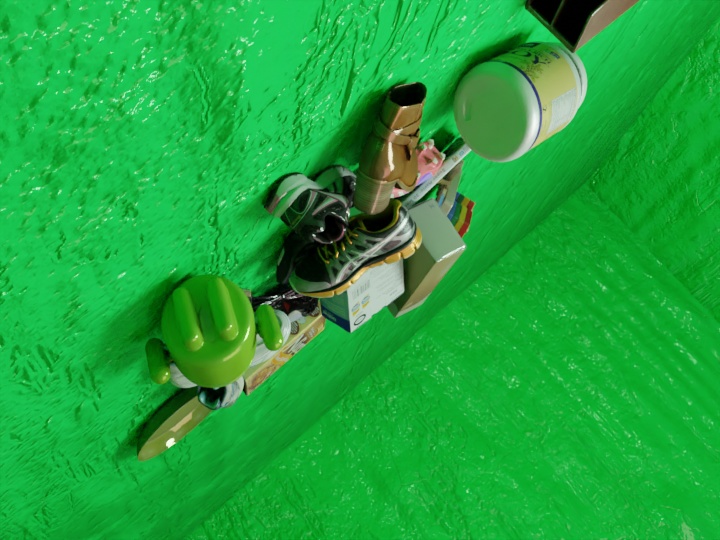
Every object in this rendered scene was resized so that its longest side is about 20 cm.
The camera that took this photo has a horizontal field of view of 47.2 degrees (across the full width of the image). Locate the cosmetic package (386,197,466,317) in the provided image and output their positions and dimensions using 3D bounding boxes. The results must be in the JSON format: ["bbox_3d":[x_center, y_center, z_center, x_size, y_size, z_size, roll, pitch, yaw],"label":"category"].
[{"bbox_3d":[0.088,-0.017,1.380,0.070,0.106,0.201,-24,160,-30],"label":"cosmetic package"}]

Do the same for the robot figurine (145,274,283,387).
[{"bbox_3d":[-0.190,0.080,1.047,0.172,0.118,0.201,-18,162,-12],"label":"robot figurine"}]

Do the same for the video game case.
[{"bbox_3d":[0.112,-0.153,1.390,0.200,0.018,0.143,-44,-173,1],"label":"video game case"}]

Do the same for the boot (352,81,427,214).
[{"bbox_3d":[0.049,-0.181,1.096,0.200,0.075,0.158,-45,156,-55],"label":"boot"}]

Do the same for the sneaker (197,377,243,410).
[{"bbox_3d":[-0.233,0.183,1.307,0.202,0.076,0.088,99,5,-58],"label":"sneaker"}]

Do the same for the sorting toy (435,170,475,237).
[{"bbox_3d":[0.151,-0.070,1.578,0.202,0.069,0.200,-60,-178,27],"label":"sorting toy"}]

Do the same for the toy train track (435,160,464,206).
[{"bbox_3d":[0.132,-0.134,1.455,0.204,0.032,0.115,-68,-172,-22],"label":"toy train track"}]

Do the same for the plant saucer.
[{"bbox_3d":[-0.318,0.255,1.449,0.199,0.031,0.200,-41,169,-10],"label":"plant saucer"}]

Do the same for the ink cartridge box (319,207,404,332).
[{"bbox_3d":[0.000,0.000,1.305,0.135,0.076,0.204,-34,134,-33],"label":"ink cartridge box"}]

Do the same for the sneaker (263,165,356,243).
[{"bbox_3d":[-0.046,-0.074,1.071,0.080,0.087,0.199,-47,169,29],"label":"sneaker"}]

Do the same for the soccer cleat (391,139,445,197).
[{"bbox_3d":[0.059,-0.143,1.256,0.199,0.067,0.077,-35,171,-49],"label":"soccer cleat"}]

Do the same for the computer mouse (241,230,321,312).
[{"bbox_3d":[-0.116,-0.007,1.201,0.138,0.047,0.201,-22,159,-26],"label":"computer mouse"}]

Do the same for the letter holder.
[{"bbox_3d":[0.343,-0.425,1.133,0.199,0.101,0.143,-39,166,-21],"label":"letter holder"}]

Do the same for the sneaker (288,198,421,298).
[{"bbox_3d":[-0.013,-0.034,1.136,0.197,0.079,0.078,-29,134,-7],"label":"sneaker"}]

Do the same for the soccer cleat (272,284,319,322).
[{"bbox_3d":[-0.135,0.064,1.352,0.072,0.070,0.200,-16,-167,30],"label":"soccer cleat"}]

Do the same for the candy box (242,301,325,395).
[{"bbox_3d":[-0.152,0.136,1.530,0.199,0.055,0.116,-40,168,-18],"label":"candy box"}]

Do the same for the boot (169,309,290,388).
[{"bbox_3d":[-0.191,0.104,1.185,0.197,0.075,0.096,-27,162,-13],"label":"boot"}]

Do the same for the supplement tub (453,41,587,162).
[{"bbox_3d":[0.248,-0.264,1.258,0.199,0.146,0.146,-33,165,-42],"label":"supplement tub"}]
